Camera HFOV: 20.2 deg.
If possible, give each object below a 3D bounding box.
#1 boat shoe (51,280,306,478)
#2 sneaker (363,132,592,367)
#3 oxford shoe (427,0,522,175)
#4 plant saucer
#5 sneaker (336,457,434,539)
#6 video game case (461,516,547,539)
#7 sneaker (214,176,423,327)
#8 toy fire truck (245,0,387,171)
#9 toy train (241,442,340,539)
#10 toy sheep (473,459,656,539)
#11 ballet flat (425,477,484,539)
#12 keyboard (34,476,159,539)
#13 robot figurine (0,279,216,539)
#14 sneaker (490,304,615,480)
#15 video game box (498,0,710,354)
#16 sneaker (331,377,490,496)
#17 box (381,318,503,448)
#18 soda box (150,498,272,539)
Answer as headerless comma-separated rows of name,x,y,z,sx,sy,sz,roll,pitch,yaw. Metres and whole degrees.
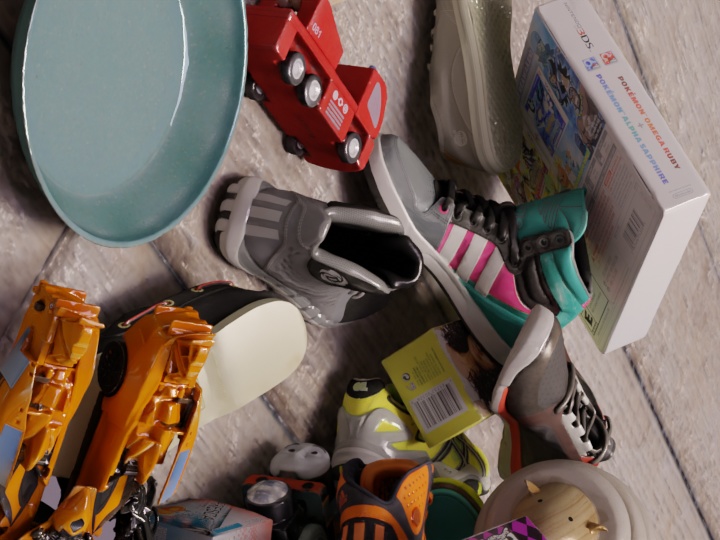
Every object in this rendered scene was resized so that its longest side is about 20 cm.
boat shoe,-0.125,0.062,1.168,0.201,0.063,0.074,-24,119,-37
sneaker,0.097,-0.034,1.394,0.200,0.120,0.084,51,23,-23
oxford shoe,0.074,-0.166,1.439,0.075,0.057,0.202,1,84,-55
plant saucer,-0.134,-0.114,1.126,0.200,0.036,0.202,-27,123,-53
sneaker,0.034,0.184,1.337,0.200,0.077,0.113,52,39,-68
video game case,0.015,0.252,1.242,0.180,0.036,0.201,-15,139,-37
sneaker,0.000,0.000,1.304,0.200,0.115,0.076,25,78,-58
toy fire truck,-0.029,-0.169,1.269,0.200,0.048,0.142,51,56,-52
toy train,-0.040,0.214,1.348,0.114,0.085,0.201,-53,140,-55
toy sheep,0.137,0.195,1.361,0.200,0.137,0.139,56,51,-69
ballet flat,0.076,0.213,1.449,0.067,0.066,0.201,-84,157,-57
keyboard,-0.174,0.201,1.175,0.103,0.040,0.202,-1,102,-35
robot figurine,-0.156,0.109,1.079,0.144,0.058,0.201,11,107,-35
sneaker,0.141,0.094,1.389,0.077,0.081,0.200,-60,159,-25
video game box,0.165,-0.066,1.442,0.047,0.183,0.200,-22,155,-18
sneaker,0.045,0.122,1.460,0.200,0.075,0.077,20,72,-65
box,0.085,0.071,1.469,0.076,0.050,0.200,60,21,5
soda box,-0.106,0.248,1.257,0.068,0.063,0.202,-6,104,-58
